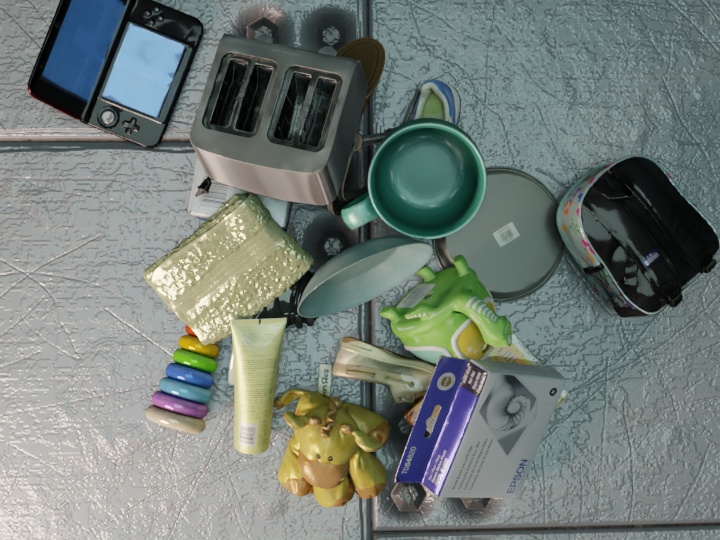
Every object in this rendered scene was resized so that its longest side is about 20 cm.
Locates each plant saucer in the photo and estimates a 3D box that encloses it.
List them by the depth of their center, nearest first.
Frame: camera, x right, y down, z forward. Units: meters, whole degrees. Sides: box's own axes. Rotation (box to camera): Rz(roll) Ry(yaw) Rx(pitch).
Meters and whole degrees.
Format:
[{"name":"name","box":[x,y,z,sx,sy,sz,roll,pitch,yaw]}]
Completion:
[{"name":"plant saucer","box":[0.000,0.000,1.310,0.200,0.201,0.039,-26,74,-4]}]

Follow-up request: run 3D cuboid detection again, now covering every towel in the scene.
[{"name":"towel","box":[-0.174,0.001,1.291,0.200,0.037,0.148,-37,110,16]}]

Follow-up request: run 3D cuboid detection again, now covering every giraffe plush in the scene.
[{"name":"giraffe plush","box":[-0.039,0.233,1.331,0.172,0.162,0.201,-12,90,-4]}]

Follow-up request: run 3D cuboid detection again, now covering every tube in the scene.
[{"name":"tube","box":[-0.144,0.156,1.346,0.052,0.058,0.201,18,116,27]}]

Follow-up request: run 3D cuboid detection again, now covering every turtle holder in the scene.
[{"name":"turtle holder","box":[0.134,0.063,1.345,0.185,0.141,0.132,-25,111,37]}]

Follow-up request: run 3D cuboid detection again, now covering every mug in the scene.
[{"name":"mug","box":[0.073,-0.127,1.299,0.184,0.114,0.153,6,104,2]}]

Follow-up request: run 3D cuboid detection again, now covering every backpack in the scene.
[{"name":"backpack","box":[0.375,-0.056,1.369,0.177,0.151,0.200,-41,101,-11]}]

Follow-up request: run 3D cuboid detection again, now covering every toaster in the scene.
[{"name":"toaster","box":[-0.102,-0.180,1.199,0.180,0.119,0.201,14,76,9]}]

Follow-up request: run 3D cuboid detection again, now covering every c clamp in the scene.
[{"name":"c clamp","box":[0.011,-0.159,1.342,0.027,0.200,0.171,26,116,18]}]

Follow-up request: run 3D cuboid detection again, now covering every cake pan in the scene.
[{"name":"cake pan","box":[0.204,-0.053,1.416,0.199,0.037,0.201,0,89,-4]}]

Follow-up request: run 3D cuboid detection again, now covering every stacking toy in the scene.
[{"name":"stacking toy","box":[-0.232,0.121,1.367,0.085,0.085,0.201,16,83,-3]}]

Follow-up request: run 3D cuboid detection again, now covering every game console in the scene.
[{"name":"game console","box":[-0.331,-0.294,1.346,0.172,0.119,0.201,21,88,-3]}]

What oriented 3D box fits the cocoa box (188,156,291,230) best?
[{"name":"cocoa box","box":[-0.150,-0.160,1.348,0.133,0.131,0.201,9,88,-3]}]

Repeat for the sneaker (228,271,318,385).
[{"name":"sneaker","box":[-0.116,0.079,1.376,0.099,0.071,0.201,22,88,-5]}]

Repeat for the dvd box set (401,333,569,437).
[{"name":"dvd box set","box":[0.180,0.194,1.413,0.200,0.029,0.146,-42,92,-3]}]

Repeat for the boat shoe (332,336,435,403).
[{"name":"boat shoe","box":[0.060,0.154,1.365,0.199,0.072,0.065,20,81,4]}]

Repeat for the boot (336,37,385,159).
[{"name":"boot","box":[-0.023,-0.214,1.346,0.074,0.155,0.200,31,91,9]}]

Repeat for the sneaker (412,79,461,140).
[{"name":"sneaker","box":[0.098,-0.173,1.383,0.075,0.077,0.201,-2,84,20]}]

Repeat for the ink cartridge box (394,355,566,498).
[{"name":"ink cartridge box","box":[0.165,0.217,1.329,0.199,0.041,0.200,8,110,-30]}]
